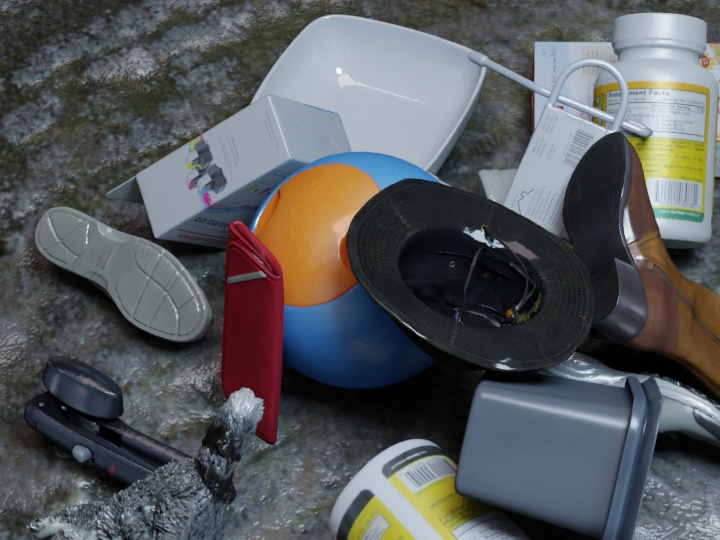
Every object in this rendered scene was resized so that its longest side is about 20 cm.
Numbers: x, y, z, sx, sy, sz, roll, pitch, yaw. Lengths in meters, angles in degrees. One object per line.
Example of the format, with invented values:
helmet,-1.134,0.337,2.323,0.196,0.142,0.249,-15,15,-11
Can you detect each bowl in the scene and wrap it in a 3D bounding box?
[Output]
bowl,0.007,-0.147,1.688,0.200,0.075,0.200,18,54,18

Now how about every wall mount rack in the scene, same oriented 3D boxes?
wall mount rack,0.147,-0.098,1.504,0.174,0.200,0.075,24,11,7

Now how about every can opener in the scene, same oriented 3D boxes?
can opener,-0.196,0.151,1.462,0.200,0.079,0.063,33,51,17

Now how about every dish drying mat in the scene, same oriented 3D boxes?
dish drying mat,-0.090,0.055,1.443,0.018,0.200,0.077,-25,52,-29

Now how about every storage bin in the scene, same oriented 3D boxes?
storage bin,0.145,0.142,1.328,0.134,0.200,0.146,13,94,7

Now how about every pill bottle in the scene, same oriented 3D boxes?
pill bottle,0.262,-0.124,1.568,0.113,0.113,0.200,3,86,7
pill bottle,0.077,0.232,1.338,0.114,0.114,0.200,-32,55,-21

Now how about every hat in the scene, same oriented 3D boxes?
hat,0.076,0.022,1.359,0.201,0.081,0.201,12,46,-13

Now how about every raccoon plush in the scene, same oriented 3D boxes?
raccoon plush,-0.170,0.174,1.407,0.134,0.097,0.200,20,67,22

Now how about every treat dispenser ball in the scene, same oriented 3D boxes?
treat dispenser ball,0.000,0.000,1.482,0.201,0.201,0.201,-2,50,2

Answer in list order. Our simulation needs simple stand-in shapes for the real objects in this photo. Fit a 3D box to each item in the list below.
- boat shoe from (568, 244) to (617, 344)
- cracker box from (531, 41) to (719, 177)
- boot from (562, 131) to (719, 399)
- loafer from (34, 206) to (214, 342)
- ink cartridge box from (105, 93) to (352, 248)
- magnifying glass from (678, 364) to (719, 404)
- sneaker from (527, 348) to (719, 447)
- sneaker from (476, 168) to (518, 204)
boat shoe,0.202,0.026,1.468,0.200,0.073,0.063,3,30,-34
cracker box,0.265,-0.156,1.687,0.200,0.058,0.134,2,50,4
boot,0.260,-0.001,1.447,0.068,0.200,0.188,-33,46,35
loafer,-0.205,0.003,1.587,0.200,0.063,0.072,31,93,23
ink cartridge box,-0.117,-0.077,1.575,0.200,0.115,0.068,-28,71,27
magnifying glass,0.315,0.104,1.492,0.080,0.022,0.200,-6,48,0
sneaker,0.223,0.120,1.455,0.200,0.074,0.079,16,82,21
sneaker,0.165,-0.024,1.575,0.088,0.075,0.200,-8,48,-5
